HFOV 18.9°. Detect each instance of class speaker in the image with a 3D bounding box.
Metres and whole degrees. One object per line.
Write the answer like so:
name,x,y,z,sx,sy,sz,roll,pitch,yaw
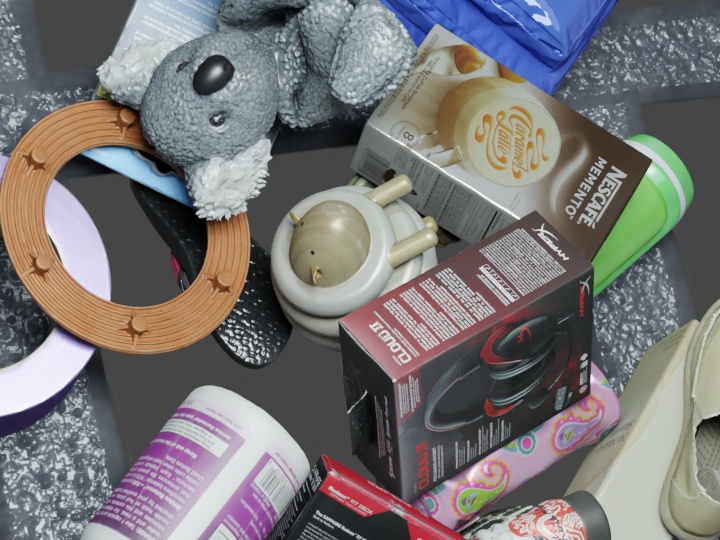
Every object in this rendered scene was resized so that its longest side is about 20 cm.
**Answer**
speaker,0.176,-0.024,1.742,0.200,0.088,0.089,-39,87,-22

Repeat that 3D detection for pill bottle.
pill bottle,-0.134,0.192,1.574,0.112,0.112,0.200,39,67,-2

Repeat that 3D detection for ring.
ring,-0.169,-0.036,1.597,0.199,0.019,0.202,11,64,-24

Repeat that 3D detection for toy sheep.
toy sheep,0.000,0.000,1.623,0.137,0.200,0.139,-7,65,15

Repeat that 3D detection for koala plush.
koala plush,-0.080,-0.146,1.599,0.200,0.184,0.178,-41,85,-1

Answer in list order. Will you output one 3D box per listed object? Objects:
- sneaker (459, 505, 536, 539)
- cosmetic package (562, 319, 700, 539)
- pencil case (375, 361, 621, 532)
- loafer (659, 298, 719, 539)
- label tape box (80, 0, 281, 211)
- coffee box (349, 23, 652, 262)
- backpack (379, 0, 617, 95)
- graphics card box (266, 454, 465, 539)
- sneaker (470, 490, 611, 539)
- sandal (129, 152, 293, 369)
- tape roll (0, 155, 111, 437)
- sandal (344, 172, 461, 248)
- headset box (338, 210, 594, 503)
sneaker,0.080,0.266,1.648,0.085,0.077,0.200,47,68,-20
cosmetic package,0.227,0.147,1.697,0.073,0.104,0.200,35,67,-3
pencil case,0.105,0.137,1.676,0.199,0.087,0.088,-32,85,-22
loafer,0.282,0.108,1.632,0.075,0.068,0.201,19,70,-11
label tape box,-0.126,-0.151,1.697,0.143,0.066,0.201,25,82,-10
coffee box,0.108,-0.082,1.663,0.199,0.080,0.115,32,64,4
backpack,0.098,-0.234,1.739,0.200,0.168,0.163,38,59,0
graphics card box,-0.026,0.248,1.568,0.125,0.051,0.201,30,97,-14
sneaker,0.125,0.257,1.605,0.107,0.202,0.067,-16,38,-19
sandal,-0.115,-0.007,1.680,0.075,0.045,0.201,-22,67,-27
tape roll,-0.288,0.020,1.595,0.199,0.085,0.201,5,72,-15
sandal,0.069,-0.055,1.718,0.200,0.057,0.080,-13,117,-20
headset box,0.071,0.069,1.581,0.199,0.149,0.075,-28,51,-21
